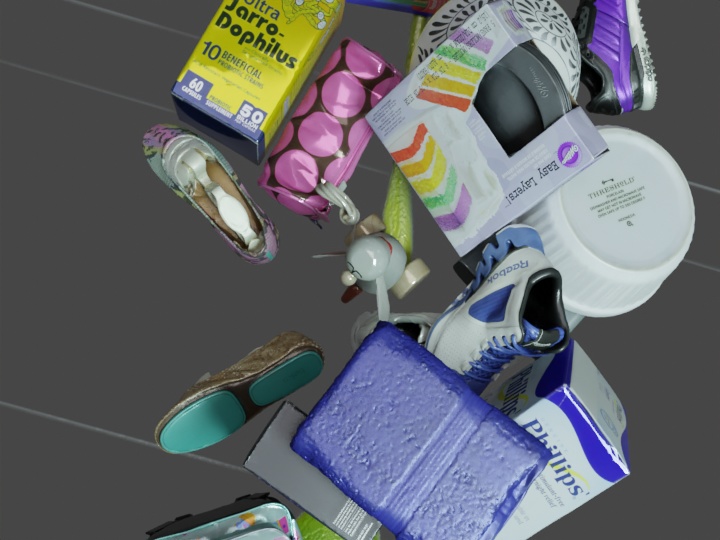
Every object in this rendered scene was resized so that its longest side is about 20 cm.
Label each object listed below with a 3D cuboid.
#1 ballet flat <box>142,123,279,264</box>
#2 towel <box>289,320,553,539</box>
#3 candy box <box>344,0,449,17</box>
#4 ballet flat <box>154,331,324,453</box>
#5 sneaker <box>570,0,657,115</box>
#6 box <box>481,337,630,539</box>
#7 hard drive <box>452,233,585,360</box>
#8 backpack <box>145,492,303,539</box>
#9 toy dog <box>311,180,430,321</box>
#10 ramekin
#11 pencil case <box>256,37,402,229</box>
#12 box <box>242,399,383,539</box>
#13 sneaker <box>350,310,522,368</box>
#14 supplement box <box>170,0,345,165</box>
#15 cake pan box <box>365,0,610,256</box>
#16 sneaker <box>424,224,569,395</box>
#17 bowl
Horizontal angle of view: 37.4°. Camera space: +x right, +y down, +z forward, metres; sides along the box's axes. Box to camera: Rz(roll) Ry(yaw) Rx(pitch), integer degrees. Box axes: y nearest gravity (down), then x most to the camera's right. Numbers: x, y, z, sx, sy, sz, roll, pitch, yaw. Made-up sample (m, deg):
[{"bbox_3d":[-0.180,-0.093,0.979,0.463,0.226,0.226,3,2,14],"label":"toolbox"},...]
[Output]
[{"bbox_3d":[-0.161,-0.089,1.153,0.069,0.071,0.200,-42,88,-7],"label":"ballet flat"},{"bbox_3d":[0.053,0.160,0.946,0.199,0.050,0.148,39,82,3],"label":"towel"},{"bbox_3d":[0.045,-0.351,1.153,0.197,0.169,0.078,11,77,-3],"label":"candy box"},{"bbox_3d":[-0.132,0.127,1.137,0.198,0.065,0.071,-26,123,-11],"label":"ballet flat"},{"bbox_3d":[0.266,-0.272,1.213,0.098,0.070,0.203,-14,84,-4],"label":"sneaker"},{"bbox_3d":[0.157,0.180,1.057,0.199,0.184,0.105,-36,91,16],"label":"box"},{"bbox_3d":[0.215,-0.019,1.175,0.140,0.033,0.200,47,68,2],"label":"hard drive"},{"bbox_3d":[-0.124,0.346,1.067,0.173,0.153,0.203,-15,91,-12],"label":"backpack"},{"bbox_3d":[0.000,0.000,1.114,0.096,0.200,0.132,-46,63,8],"label":"toy dog"},{"bbox_3d":[0.262,-0.059,1.132,0.199,0.094,0.206,4,73,-14],"label":"ramekin"},{"bbox_3d":[-0.027,-0.153,1.165,0.093,0.091,0.202,23,82,36],"label":"pencil case"},{"bbox_3d":[-0.041,0.199,1.064,0.141,0.200,0.079,38,81,1],"label":"box"},{"bbox_3d":[0.090,0.077,1.151,0.197,0.081,0.076,0,81,-7],"label":"sneaker"},{"bbox_3d":[-0.108,-0.236,1.156,0.108,0.110,0.202,29,81,-1],"label":"supplement box"},{"bbox_3d":[0.125,-0.141,1.067,0.185,0.199,0.052,55,38,1],"label":"cake pan box"},{"bbox_3d":[0.140,0.063,1.060,0.080,0.115,0.201,17,110,-29],"label":"sneaker"},{"bbox_3d":[0.156,-0.196,1.135,0.197,0.094,0.204,-4,116,-9],"label":"bowl"}]
